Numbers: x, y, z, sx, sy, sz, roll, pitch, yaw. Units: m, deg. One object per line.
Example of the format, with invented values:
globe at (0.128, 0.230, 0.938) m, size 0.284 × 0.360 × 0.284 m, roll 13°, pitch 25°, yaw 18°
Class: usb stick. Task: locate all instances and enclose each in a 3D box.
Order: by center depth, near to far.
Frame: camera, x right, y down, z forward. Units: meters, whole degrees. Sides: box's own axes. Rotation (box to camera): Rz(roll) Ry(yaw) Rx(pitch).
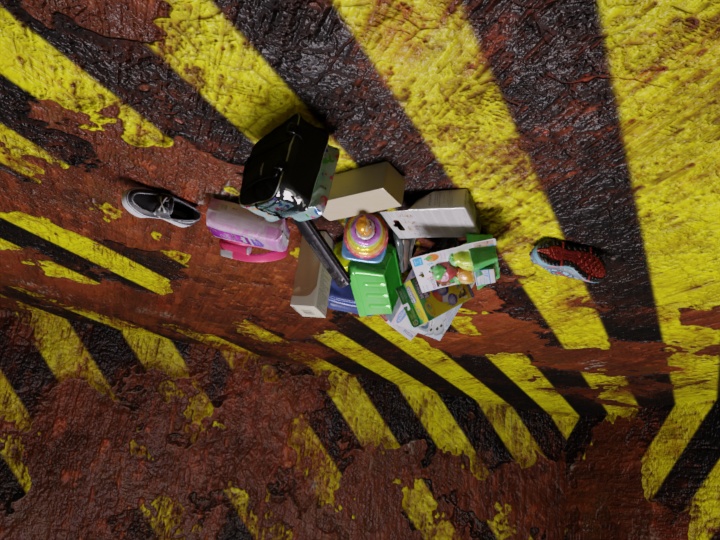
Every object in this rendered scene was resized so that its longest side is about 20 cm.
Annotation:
usb stick at (-0.090, -0.049, 1.657) m, size 0.202 × 0.032 × 0.055 m, roll 56°, pitch 149°, yaw -8°

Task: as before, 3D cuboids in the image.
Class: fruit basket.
fruit basket at (0.223, -0.003, 1.604) m, size 0.195 × 0.096 × 0.186 m, roll -19°, pitch 151°, yaw 5°
fruit basket at (0.000, 0.000, 1.781) m, size 0.210 × 0.158 × 0.218 m, roll 18°, pitch 146°, yaw 12°

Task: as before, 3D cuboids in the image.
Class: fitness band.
fitness band at (-0.281, -0.061, 1.814) m, size 0.196 × 0.039 × 0.142 m, roll 13°, pitch -160°, yaw 35°

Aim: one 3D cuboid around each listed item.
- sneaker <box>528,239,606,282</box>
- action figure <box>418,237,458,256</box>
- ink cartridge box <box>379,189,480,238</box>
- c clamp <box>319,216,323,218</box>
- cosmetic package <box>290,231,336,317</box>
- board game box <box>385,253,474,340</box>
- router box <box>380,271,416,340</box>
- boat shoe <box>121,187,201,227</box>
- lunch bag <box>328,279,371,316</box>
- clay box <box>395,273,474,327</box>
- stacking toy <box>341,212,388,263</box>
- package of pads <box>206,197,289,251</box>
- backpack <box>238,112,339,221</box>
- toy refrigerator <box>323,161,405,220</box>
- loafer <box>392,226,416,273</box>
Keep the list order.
sneaker at (0.501, -0.024, 1.692) m, size 0.195 × 0.082 × 0.095 m, roll 21°, pitch 169°, yaw -10°
action figure at (0.238, -0.030, 1.716) m, size 0.187 × 0.108 × 0.200 m, roll -3°, pitch 165°, yaw -2°
ink cartridge box at (0.160, -0.123, 1.561) m, size 0.194 × 0.059 × 0.163 m, roll 4°, pitch 162°, yaw 23°
c clamp at (-0.150, -0.156, 1.620) m, size 0.166 × 0.028 × 0.199 m, roll 15°, pitch 161°, yaw -18°
cosmetic package at (-0.121, 0.010, 1.813) m, size 0.069 × 0.206 × 0.105 m, roll 3°, pitch 160°, yaw 17°
board game box at (0.194, 0.077, 1.918) m, size 0.196 × 0.203 × 0.043 m, roll 21°, pitch -164°, yaw -36°
router box at (0.155, 0.095, 2.006) m, size 0.049 × 0.180 × 0.200 m, roll 43°, pitch -177°, yaw 32°
boat shoe at (-0.478, -0.154, 1.686) m, size 0.067 × 0.074 × 0.197 m, roll -8°, pitch 159°, yaw 43°
lunch bag at (-0.025, 0.036, 1.953) m, size 0.194 × 0.140 × 0.133 m, roll 10°, pitch 161°, yaw -2°
clay box at (0.193, 0.057, 1.794) m, size 0.197 × 0.117 × 0.047 m, roll -25°, pitch 177°, yaw -32°
stacking toy at (0.010, -0.089, 1.554) m, size 0.106 × 0.120 × 0.200 m, roll 7°, pitch 173°, yaw 2°
package of pads at (-0.273, -0.109, 1.700) m, size 0.194 × 0.078 × 0.121 m, roll 14°, pitch 165°, yaw 3°
backpack at (-0.141, -0.181, 1.311) m, size 0.149 × 0.183 × 0.197 m, roll 27°, pitch 157°, yaw -35°
toy refrigerator at (-0.007, -0.167, 1.467) m, size 0.196 × 0.072 × 0.075 m, roll -9°, pitch 151°, yaw 37°
loafer at (0.119, -0.051, 1.754) m, size 0.061 × 0.074 × 0.201 m, roll -14°, pitch 157°, yaw 0°
